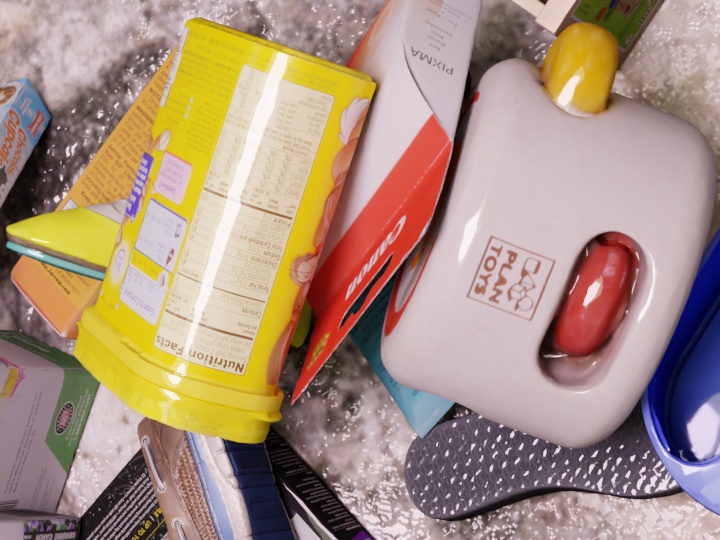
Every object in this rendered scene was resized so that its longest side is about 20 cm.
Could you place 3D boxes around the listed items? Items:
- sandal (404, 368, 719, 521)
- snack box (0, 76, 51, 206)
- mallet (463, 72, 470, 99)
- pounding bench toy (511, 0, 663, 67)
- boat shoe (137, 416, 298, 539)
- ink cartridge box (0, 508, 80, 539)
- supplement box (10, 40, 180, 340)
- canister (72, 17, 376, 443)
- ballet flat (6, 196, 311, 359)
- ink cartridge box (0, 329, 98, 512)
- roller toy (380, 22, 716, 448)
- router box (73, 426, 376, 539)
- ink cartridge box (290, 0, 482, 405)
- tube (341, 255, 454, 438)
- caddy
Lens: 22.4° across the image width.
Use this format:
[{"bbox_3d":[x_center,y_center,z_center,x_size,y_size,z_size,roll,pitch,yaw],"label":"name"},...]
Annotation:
[{"bbox_3d":[0.121,0.099,1.046,0.199,0.043,0.076,-11,74,27],"label":"sandal"},{"bbox_3d":[-0.280,-0.043,1.152,0.116,0.200,0.037,-16,122,22],"label":"snack box"},{"bbox_3d":[0.037,-0.036,1.090,0.066,0.041,0.201,-4,90,26],"label":"mallet"},{"bbox_3d":[0.122,-0.245,1.013,0.156,0.124,0.200,38,102,21],"label":"pounding bench toy"},{"bbox_3d":[-0.079,0.167,1.059,0.072,0.072,0.201,-22,73,23],"label":"boat shoe"},{"bbox_3d":[-0.227,0.246,1.087,0.050,0.109,0.201,4,87,29],"label":"ink cartridge box"},{"bbox_3d":[-0.130,-0.049,1.141,0.069,0.066,0.200,43,104,28],"label":"supplement box"},{"bbox_3d":[-0.074,-0.026,0.979,0.148,0.086,0.201,29,102,60],"label":"canister"},{"bbox_3d":[-0.113,-0.009,1.089,0.067,0.199,0.067,15,82,65],"label":"ballet flat"},{"bbox_3d":[-0.267,0.113,1.122,0.087,0.200,0.146,22,97,23],"label":"ink cartridge box"},{"bbox_3d":[0.091,-0.012,0.951,0.139,0.200,0.183,21,59,-4],"label":"roller toy"},{"bbox_3d":[-0.107,0.191,1.129,0.149,0.051,0.200,46,105,17],"label":"router box"},{"bbox_3d":[-0.003,-0.050,0.974,0.050,0.200,0.162,28,134,-10],"label":"ink cartridge box"},{"bbox_3d":[0.000,0.000,1.086,0.200,0.050,0.078,51,121,21],"label":"tube"},{"bbox_3d":[0.232,0.041,0.938,0.141,0.105,0.200,31,82,18],"label":"caddy"}]
